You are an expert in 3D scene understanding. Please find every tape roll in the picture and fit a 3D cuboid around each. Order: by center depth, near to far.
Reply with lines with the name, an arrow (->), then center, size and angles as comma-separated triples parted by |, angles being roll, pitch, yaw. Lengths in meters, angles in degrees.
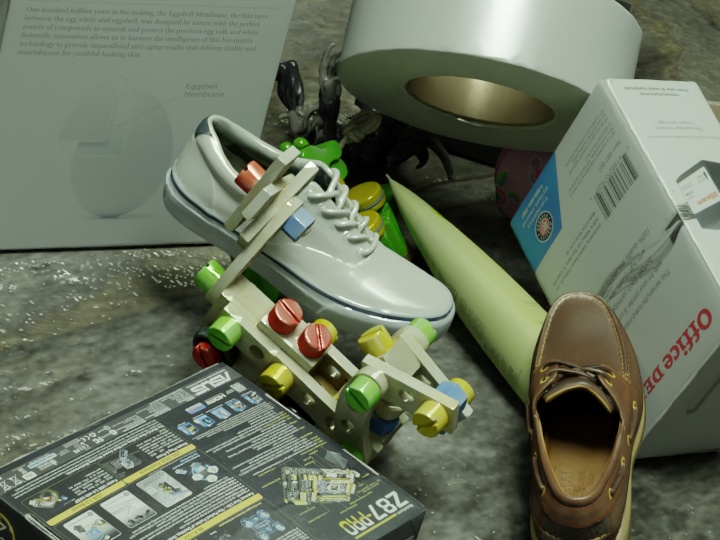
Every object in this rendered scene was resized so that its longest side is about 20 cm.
tape roll -> 0.087, -0.145, 1.440 | 0.201, 0.071, 0.202 | 11, -11, 2

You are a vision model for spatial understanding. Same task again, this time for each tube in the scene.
tube -> 0.079, 0.012, 1.407 | 0.052, 0.058, 0.200 | -8, 40, -31

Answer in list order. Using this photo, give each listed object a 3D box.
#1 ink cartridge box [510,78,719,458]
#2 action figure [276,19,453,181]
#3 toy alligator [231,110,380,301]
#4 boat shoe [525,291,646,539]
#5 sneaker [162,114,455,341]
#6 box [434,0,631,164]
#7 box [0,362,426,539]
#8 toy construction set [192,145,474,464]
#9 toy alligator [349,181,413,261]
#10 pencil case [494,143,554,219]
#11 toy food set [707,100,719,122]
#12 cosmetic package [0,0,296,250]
ink cartridge box -> 0.194, -0.002, 1.360 | 0.083, 0.145, 0.201 | -1, 51, -31
action figure -> -0.018, -0.130, 1.558 | 0.199, 0.103, 0.119 | 16, 18, 1
toy alligator -> -0.043, -0.058, 1.402 | 0.059, 0.054, 0.200 | -14, 35, 39
boat shoe -> 0.133, 0.084, 1.258 | 0.072, 0.068, 0.201 | 0, 46, 7
sneaker -> -0.027, -0.024, 1.294 | 0.199, 0.071, 0.073 | 28, 36, 2
box -> 0.127, -0.163, 1.700 | 0.163, 0.086, 0.200 | 16, 30, -1
box -> -0.085, 0.134, 1.136 | 0.161, 0.049, 0.200 | 31, 32, 25
toy construction set -> -0.027, 0.034, 1.228 | 0.092, 0.131, 0.200 | -27, 76, -35
toy alligator -> 0.000, 0.000, 1.402 | 0.054, 0.059, 0.200 | -21, 28, 13
pencil case -> 0.185, -0.031, 1.519 | 0.200, 0.088, 0.087 | 36, 35, 30
toy food set -> 0.359, -0.068, 1.690 | 0.143, 0.061, 0.200 | 9, 30, -15
cosmetic package -> -0.169, -0.131, 1.379 | 0.198, 0.201, 0.123 | -2, 35, -31
